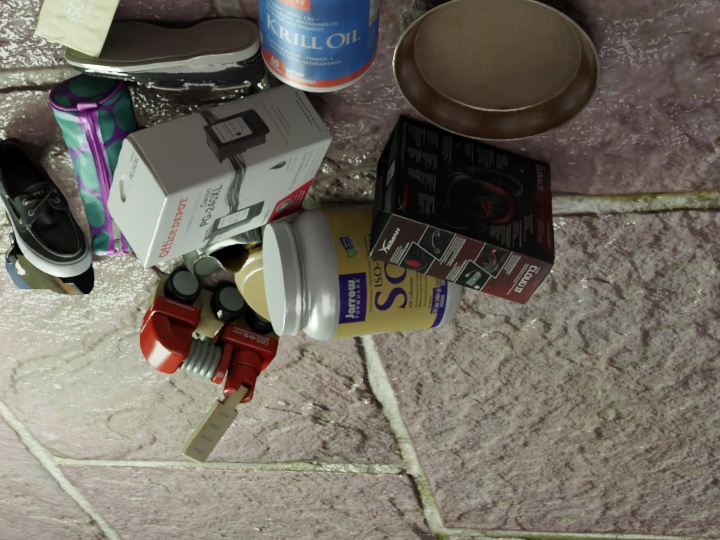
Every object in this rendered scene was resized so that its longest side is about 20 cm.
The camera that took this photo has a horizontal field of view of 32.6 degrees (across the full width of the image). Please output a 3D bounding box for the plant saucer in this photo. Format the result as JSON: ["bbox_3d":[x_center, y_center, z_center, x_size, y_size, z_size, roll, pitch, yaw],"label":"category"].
[{"bbox_3d":[0.132,-0.202,1.191,0.199,0.035,0.201,6,145,4],"label":"plant saucer"}]

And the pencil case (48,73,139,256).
[{"bbox_3d":[-0.269,-0.112,1.316,0.084,0.093,0.201,-9,126,0],"label":"pencil case"}]

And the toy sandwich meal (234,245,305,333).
[{"bbox_3d":[-0.057,0.006,1.514,0.204,0.071,0.206,9,148,5],"label":"toy sandwich meal"}]

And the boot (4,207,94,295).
[{"bbox_3d":[-0.418,-0.025,1.538,0.096,0.075,0.200,-5,146,14],"label":"boot"}]

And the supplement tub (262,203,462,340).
[{"bbox_3d":[0.000,0.000,1.362,0.199,0.146,0.146,-6,149,-14],"label":"supplement tub"}]

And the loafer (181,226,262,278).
[{"bbox_3d":[-0.165,-0.028,1.453,0.072,0.073,0.200,-15,163,-23],"label":"loafer"}]

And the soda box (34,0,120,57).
[{"bbox_3d":[-0.242,-0.288,1.124,0.067,0.064,0.200,19,144,-16],"label":"soda box"}]

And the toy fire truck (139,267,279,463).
[{"bbox_3d":[-0.209,0.128,1.601,0.175,0.201,0.129,20,144,-17],"label":"toy fire truck"}]

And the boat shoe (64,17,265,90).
[{"bbox_3d":[-0.193,-0.209,1.225,0.198,0.074,0.061,-4,140,4],"label":"boat shoe"}]

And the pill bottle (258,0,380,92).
[{"bbox_3d":[-0.036,-0.261,1.073,0.111,0.113,0.201,7,146,3],"label":"pill bottle"}]

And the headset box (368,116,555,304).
[{"bbox_3d":[0.117,-0.060,1.293,0.199,0.149,0.075,16,137,-12],"label":"headset box"}]

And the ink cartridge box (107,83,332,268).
[{"bbox_3d":[-0.147,-0.098,1.269,0.199,0.084,0.145,-23,160,-30],"label":"ink cartridge box"}]

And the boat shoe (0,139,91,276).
[{"bbox_3d":[-0.361,-0.076,1.377,0.070,0.200,0.067,-20,141,-23],"label":"boat shoe"}]
